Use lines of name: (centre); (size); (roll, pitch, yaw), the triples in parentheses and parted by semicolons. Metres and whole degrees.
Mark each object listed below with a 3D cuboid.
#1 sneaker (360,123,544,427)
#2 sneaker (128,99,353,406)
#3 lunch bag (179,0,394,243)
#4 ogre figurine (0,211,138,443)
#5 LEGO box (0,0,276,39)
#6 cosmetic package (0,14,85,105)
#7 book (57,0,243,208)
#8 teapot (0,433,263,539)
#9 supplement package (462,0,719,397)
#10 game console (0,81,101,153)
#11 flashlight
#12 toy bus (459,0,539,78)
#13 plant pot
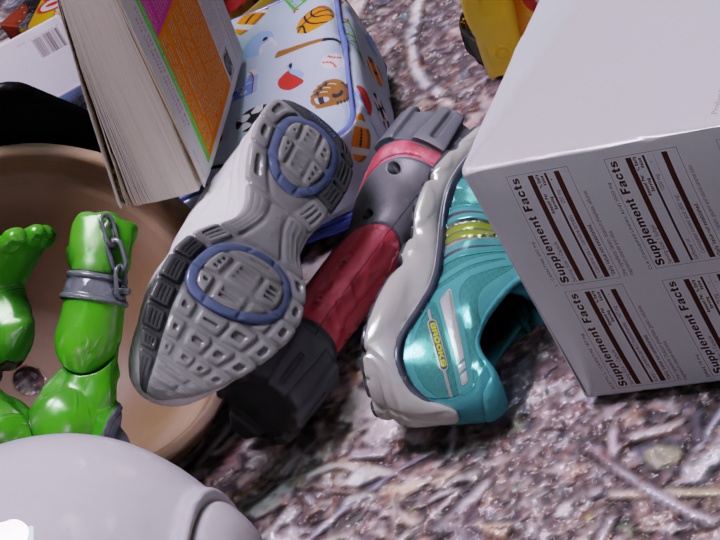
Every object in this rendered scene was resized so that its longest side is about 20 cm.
sneaker: (0.063, 0.005, 1.285); (0.079, 0.078, 0.201); (6, 48, 18)
sneaker: (-0.067, 0.002, 1.296); (0.087, 0.074, 0.200); (-41, 13, 44)
lunch bag: (-0.063, -0.081, 1.493); (0.160, 0.076, 0.200); (-23, 32, 11)
ogre figurine: (-0.190, 0.055, 1.222); (0.199, 0.121, 0.098); (-17, -10, -16)
LEGO box: (-0.117, -0.192, 1.700); (0.149, 0.077, 0.200); (10, 49, 48)
cosmetic package: (-0.257, -0.075, 1.529); (0.199, 0.051, 0.083); (-32, -5, -20)
book: (-0.111, -0.138, 1.380); (0.048, 0.134, 0.200); (-13, 23, 13)
teapot: (-0.094, 0.156, 1.077); (0.145, 0.198, 0.201); (-8, 47, 14)
supplement package: (0.187, -0.065, 1.183); (0.199, 0.147, 0.192); (-9, 37, 32)
game console: (-0.217, -0.064, 1.453); (0.200, 0.116, 0.176); (-33, 27, 25)
flashlight: (0.000, 0.000, 1.332); (0.068, 0.068, 0.200); (7, 46, 35)
toy bus: (0.142, -0.217, 1.484); (0.191, 0.136, 0.201); (-6, 38, 10)
plant pot: (-0.170, 0.040, 1.351); (0.201, 0.200, 0.093); (-53, -2, -33)
